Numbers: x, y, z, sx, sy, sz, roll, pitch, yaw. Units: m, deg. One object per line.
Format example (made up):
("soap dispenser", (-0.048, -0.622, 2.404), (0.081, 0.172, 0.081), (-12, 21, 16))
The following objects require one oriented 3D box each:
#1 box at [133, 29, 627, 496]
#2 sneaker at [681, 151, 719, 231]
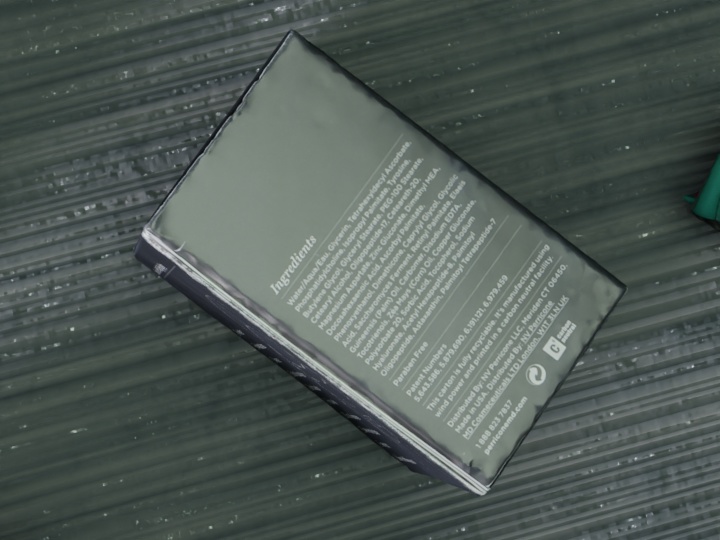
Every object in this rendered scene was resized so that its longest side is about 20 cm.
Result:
("box", (0.000, 0.000, 1.008), (0.196, 0.200, 0.124), (36, 84, -5))
("sneaker", (0.232, -0.015, 1.096), (0.084, 0.120, 0.201), (-34, 133, -38))
